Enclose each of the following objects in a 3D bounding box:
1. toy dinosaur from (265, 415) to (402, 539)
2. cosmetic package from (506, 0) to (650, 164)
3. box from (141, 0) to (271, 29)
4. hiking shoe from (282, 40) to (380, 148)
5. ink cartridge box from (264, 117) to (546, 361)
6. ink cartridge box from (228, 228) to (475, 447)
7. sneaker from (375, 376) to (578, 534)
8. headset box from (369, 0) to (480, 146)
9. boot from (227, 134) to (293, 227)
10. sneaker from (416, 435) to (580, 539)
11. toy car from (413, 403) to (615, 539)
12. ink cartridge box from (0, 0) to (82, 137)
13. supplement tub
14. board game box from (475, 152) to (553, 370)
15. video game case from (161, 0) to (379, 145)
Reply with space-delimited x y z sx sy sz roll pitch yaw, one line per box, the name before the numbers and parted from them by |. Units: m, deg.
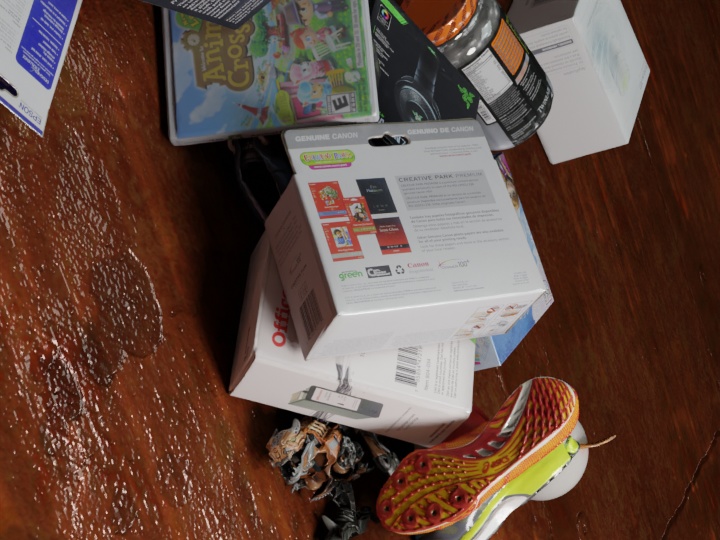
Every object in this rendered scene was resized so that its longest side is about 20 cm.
toy dinosaur | -0.008 0.166 1.272 0.199 0.102 0.137 -19 78 -42
cosmetic package | 0.295 -0.291 1.926 0.201 0.122 0.200 61 34 -27
box | -0.157 -0.320 1.121 0.198 0.123 0.201 4 55 -62
hiking shoe | -0.029 -0.144 1.239 0.101 0.075 0.203 -31 115 -64
ink cartridge box | 0.031 -0.031 1.188 0.198 0.084 0.177 -5 63 -26
ink cartridge box | -0.004 0.053 1.229 0.198 0.084 0.147 16 57 -15
sneaker | 0.104 0.167 1.197 0.073 0.199 0.077 61 5 25
headset box | 0.028 -0.157 1.416 0.174 0.092 0.201 43 39 -27
boot | -0.091 -0.141 1.262 0.202 0.072 0.091 66 26 -19
sneaker | 0.100 0.195 1.263 0.081 0.200 0.074 48 -9 5
toy car | 0.148 0.177 1.373 0.177 0.197 0.187 70 18 -82
ink cartridge box | -0.257 -0.199 1.043 0.099 0.039 0.202 45 41 -42
supplement tub | 0.131 -0.242 1.629 0.200 0.121 0.124 47 41 -41
board game box | 0.150 -0.015 1.646 0.200 0.043 0.201 -40 114 -57
video game case | -0.082 -0.214 1.214 0.022 0.180 0.203 68 16 -76
